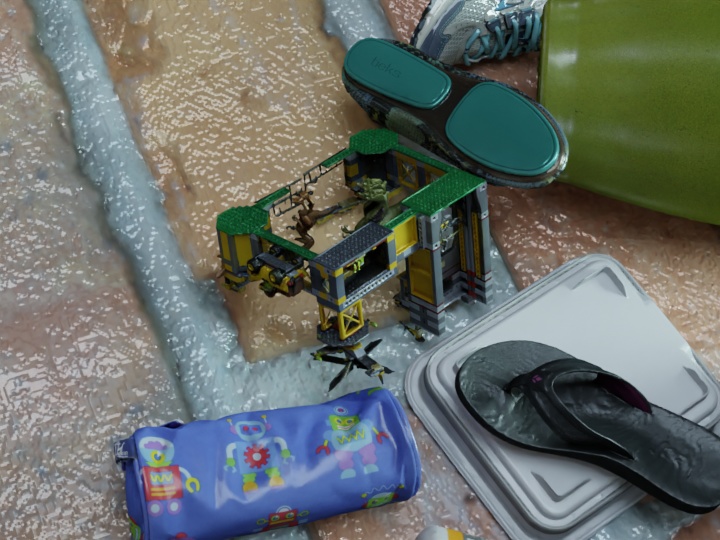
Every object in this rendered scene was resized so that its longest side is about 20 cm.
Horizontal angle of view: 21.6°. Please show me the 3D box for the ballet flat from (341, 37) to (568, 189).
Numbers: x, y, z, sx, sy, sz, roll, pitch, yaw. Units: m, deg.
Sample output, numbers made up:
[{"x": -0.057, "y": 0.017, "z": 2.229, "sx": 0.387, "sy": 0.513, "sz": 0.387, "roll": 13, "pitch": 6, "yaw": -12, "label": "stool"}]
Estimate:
[{"x": 0.072, "y": -0.104, "z": 1.340, "sx": 0.074, "sy": 0.075, "sz": 0.199, "roll": -37, "pitch": 54, "yaw": -26, "label": "ballet flat"}]

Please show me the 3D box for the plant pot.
[{"x": 0.222, "y": -0.127, "z": 1.365, "sx": 0.190, "sy": 0.201, "sz": 0.202, "roll": 4, "pitch": 60, "yaw": 4, "label": "plant pot"}]

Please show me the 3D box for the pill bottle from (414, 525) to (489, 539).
[{"x": 0.119, "y": 0.238, "z": 1.174, "sx": 0.198, "sy": 0.117, "sz": 0.117, "roll": 16, "pitch": 60, "yaw": -3, "label": "pill bottle"}]

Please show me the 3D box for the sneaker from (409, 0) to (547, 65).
[{"x": 0.113, "y": -0.199, "z": 1.436, "sx": 0.086, "sy": 0.078, "sz": 0.200, "roll": 42, "pitch": 62, "yaw": 9, "label": "sneaker"}]

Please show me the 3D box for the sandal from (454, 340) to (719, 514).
[{"x": 0.161, "y": 0.094, "z": 1.251, "sx": 0.199, "sy": 0.048, "sz": 0.076, "roll": 22, "pitch": 59, "yaw": -1, "label": "sandal"}]

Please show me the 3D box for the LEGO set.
[{"x": 0.000, "y": 0.000, "z": 1.303, "sx": 0.153, "sy": 0.117, "sz": 0.200, "roll": 18, "pitch": 39, "yaw": 32, "label": "LEGO set"}]

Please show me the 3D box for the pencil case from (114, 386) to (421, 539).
[{"x": -0.062, "y": 0.126, "z": 1.221, "sx": 0.198, "sy": 0.078, "sz": 0.088, "roll": -9, "pitch": 62, "yaw": -16, "label": "pencil case"}]

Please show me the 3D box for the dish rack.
[{"x": 0.149, "y": 0.082, "z": 1.308, "sx": 0.199, "sy": 0.044, "sz": 0.172, "roll": -30, "pitch": 71, "yaw": -25, "label": "dish rack"}]
